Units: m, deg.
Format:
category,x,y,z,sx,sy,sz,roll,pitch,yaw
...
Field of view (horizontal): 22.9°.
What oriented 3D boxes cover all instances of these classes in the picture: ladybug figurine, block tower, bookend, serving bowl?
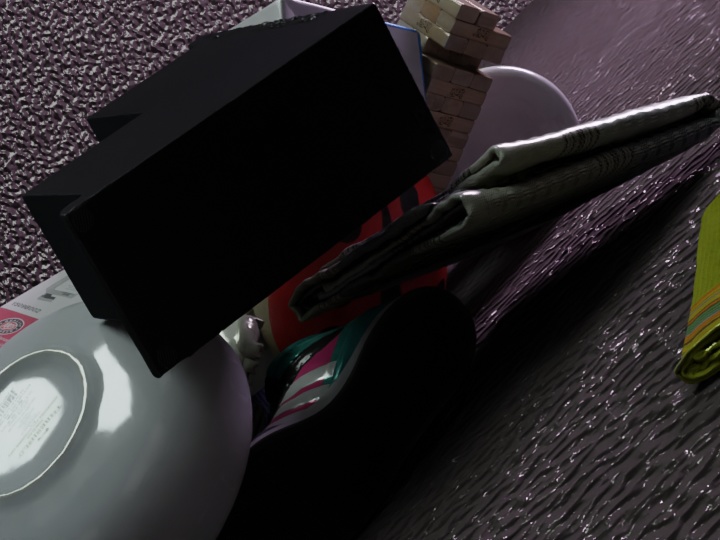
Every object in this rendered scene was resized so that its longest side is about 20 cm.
category,x,y,z,sx,sy,sz,roll,pitch,yaw
ladybug figurine,0.000,0.000,1.112,0.135,0.201,0.072,-24,39,-21
block tower,0.031,-0.086,1.171,0.058,0.054,0.201,41,113,45
bookend,-0.092,-0.045,0.937,0.200,0.092,0.198,-38,20,-25
serving bowl,-0.155,0.093,0.914,0.199,0.066,0.201,-21,47,24

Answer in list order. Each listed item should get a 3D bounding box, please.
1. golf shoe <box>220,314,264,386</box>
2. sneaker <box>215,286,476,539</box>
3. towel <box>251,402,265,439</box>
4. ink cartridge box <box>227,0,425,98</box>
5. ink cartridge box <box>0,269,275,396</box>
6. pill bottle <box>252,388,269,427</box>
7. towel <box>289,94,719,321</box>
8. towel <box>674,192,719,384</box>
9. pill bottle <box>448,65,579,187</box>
category,x,y,z,sx,sy,sz,roll,pitch,yaw
golf shoe,-0.135,0.091,1.001,0.200,0.097,0.078,-50,20,19
sneaker,-0.029,0.094,0.965,0.200,0.084,0.121,-46,6,-24
towel,-0.128,0.192,1.030,0.200,0.034,0.193,-37,29,44
ink cartridge box,-0.065,-0.101,1.156,0.115,0.068,0.199,8,-20,-39
ink cartridge box,-0.144,0.046,1.160,0.146,0.083,0.200,14,37,42
pill bottle,-0.107,0.113,1.232,0.111,0.111,0.200,-39,8,39
towel,0.075,-0.038,0.986,0.199,0.035,0.192,-21,-5,-35
towel,0.168,-0.019,0.735,0.086,0.018,0.200,-41,6,23
pill bottle,0.092,-0.092,1.298,0.111,0.111,0.200,-44,6,2
